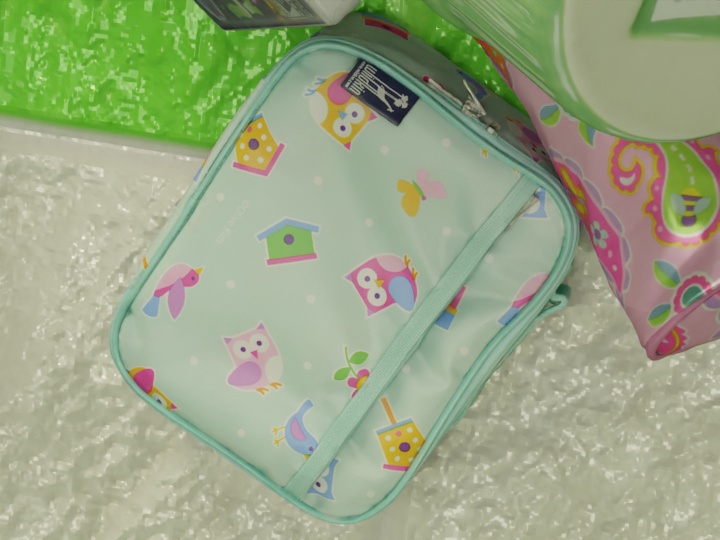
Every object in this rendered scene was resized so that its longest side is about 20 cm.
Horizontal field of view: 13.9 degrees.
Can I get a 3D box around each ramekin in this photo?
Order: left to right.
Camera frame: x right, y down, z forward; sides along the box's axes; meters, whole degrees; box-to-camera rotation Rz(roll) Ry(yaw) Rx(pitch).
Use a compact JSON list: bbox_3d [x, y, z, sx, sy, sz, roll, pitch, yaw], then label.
[{"bbox_3d":[0.115,-0.142,1.039,0.200,0.200,0.098,-55,49,18],"label":"ramekin"}]

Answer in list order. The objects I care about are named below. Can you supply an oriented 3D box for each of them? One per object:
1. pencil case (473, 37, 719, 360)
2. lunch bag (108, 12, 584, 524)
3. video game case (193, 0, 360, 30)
[{"bbox_3d":[0.109,-0.062,1.198,0.087,0.087,0.200,-35,73,18],"label":"pencil case"},{"bbox_3d":[0.000,0.000,1.269,0.160,0.077,0.200,37,108,3],"label":"lunch bag"},{"bbox_3d":[-0.094,-0.175,1.183,0.023,0.182,0.200,-45,104,-9],"label":"video game case"}]
